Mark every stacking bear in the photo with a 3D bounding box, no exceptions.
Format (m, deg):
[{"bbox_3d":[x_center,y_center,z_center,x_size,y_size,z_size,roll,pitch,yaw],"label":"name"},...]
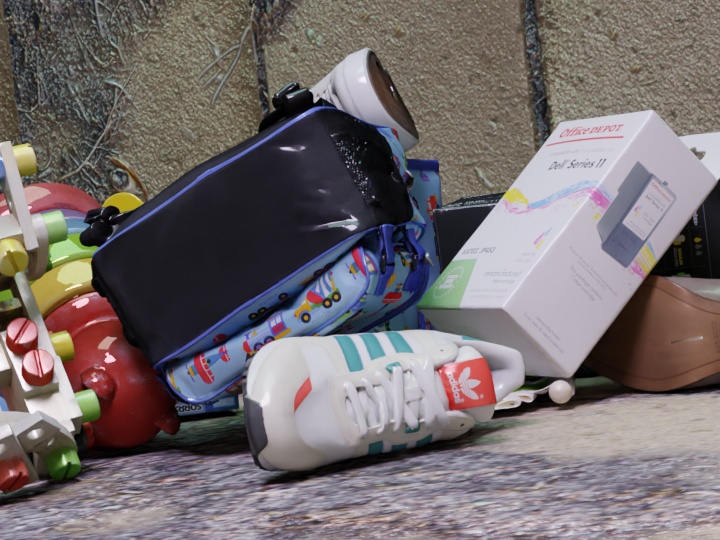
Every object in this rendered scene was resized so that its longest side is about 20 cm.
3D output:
[{"bbox_3d":[-0.172,0.039,1.439,0.121,0.114,0.200,40,7,-39],"label":"stacking bear"}]

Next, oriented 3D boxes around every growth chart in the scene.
[{"bbox_3d":[0.038,0.078,1.425,0.200,0.018,0.145,-6,2,-3],"label":"growth chart"}]

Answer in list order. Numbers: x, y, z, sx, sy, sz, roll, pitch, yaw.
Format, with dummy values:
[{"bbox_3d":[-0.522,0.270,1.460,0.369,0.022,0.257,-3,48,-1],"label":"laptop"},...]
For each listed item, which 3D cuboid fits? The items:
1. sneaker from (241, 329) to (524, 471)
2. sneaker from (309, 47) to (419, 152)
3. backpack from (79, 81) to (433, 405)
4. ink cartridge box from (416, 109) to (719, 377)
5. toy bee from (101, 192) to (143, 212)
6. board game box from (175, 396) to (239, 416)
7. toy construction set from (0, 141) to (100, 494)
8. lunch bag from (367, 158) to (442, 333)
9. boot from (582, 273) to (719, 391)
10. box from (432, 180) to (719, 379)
[{"bbox_3d":[0.017,0.062,1.253,0.093,0.070,0.200,-11,-3,30],"label":"sneaker"},{"bbox_3d":[-0.009,-0.099,1.599,0.085,0.073,0.200,-26,-2,3],"label":"sneaker"},{"bbox_3d":[-0.043,-0.012,1.388,0.183,0.135,0.200,-32,-9,14],"label":"backpack"},{"bbox_3d":[0.137,-0.031,1.437,0.200,0.067,0.117,-51,19,-17],"label":"ink cartridge box"},{"bbox_3d":[-0.206,-0.010,1.635,0.131,0.109,0.200,-38,-29,-4],"label":"toy bee"},{"bbox_3d":[-0.164,0.080,1.614,0.135,0.034,0.200,-7,2,-10],"label":"board game box"},{"bbox_3d":[-0.191,0.041,1.296,0.092,0.200,0.131,-1,-33,-13],"label":"toy construction set"},{"bbox_3d":[0.000,0.000,1.571,0.094,0.151,0.200,-5,-1,11],"label":"lunch bag"},{"bbox_3d":[0.244,0.036,1.428,0.146,0.070,0.200,-1,0,-41],"label":"boot"},{"bbox_3d":[0.162,0.002,1.592,0.200,0.124,0.149,-7,3,9],"label":"box"}]
